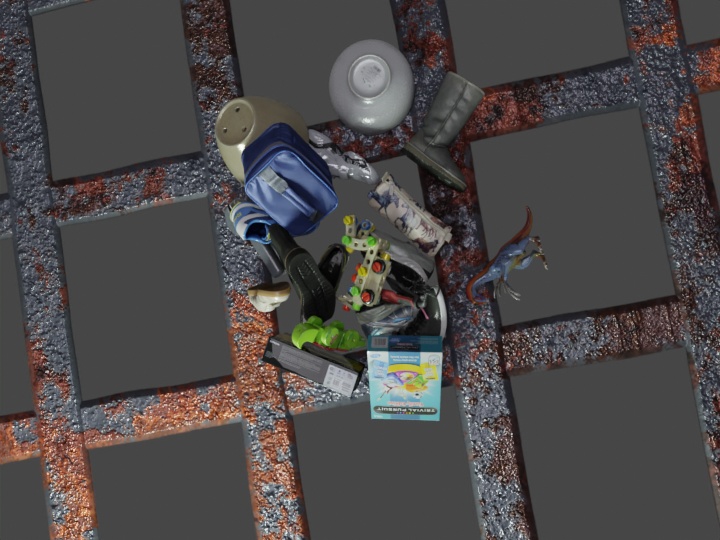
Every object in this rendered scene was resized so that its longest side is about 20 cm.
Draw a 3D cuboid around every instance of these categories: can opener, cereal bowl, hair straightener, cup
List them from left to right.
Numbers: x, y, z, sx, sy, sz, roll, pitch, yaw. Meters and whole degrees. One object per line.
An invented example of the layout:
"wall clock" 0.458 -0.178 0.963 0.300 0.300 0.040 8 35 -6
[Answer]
"cup" -0.226 -0.283 1.260 0.194 0.143 0.207 -5 77 23
"can opener" -0.234 -0.068 1.335 0.066 0.053 0.203 -36 84 36
"cereal bowl" 0.021 -0.405 1.298 0.193 0.083 0.208 0 87 7
"hair straightener" 0.098 0.033 1.194 0.077 0.199 0.041 -43 108 -16

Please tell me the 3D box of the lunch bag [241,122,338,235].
"lunch bag" -0.136 -0.168 1.184 0.135 0.134 0.199 -36 129 19

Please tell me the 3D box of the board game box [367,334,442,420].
"board game box" 0.091 0.222 1.221 0.146 0.048 0.205 0 128 6

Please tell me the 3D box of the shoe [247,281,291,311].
"shoe" -0.188 0.057 1.254 0.068 0.199 0.055 -15 95 -23

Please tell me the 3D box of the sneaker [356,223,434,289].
"sneaker" 0.072 -0.037 1.290 0.198 0.075 0.079 36 52 15

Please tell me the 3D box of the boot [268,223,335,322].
"boot" -0.121 0.004 1.235 0.076 0.204 0.139 -27 43 -14

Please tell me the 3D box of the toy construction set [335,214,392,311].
"toy construction set" 0.000 0.000 1.228 0.129 0.091 0.206 25 112 30

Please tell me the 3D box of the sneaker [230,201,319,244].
"sneaker" -0.177 -0.093 1.276 0.194 0.083 0.076 -1 128 -22

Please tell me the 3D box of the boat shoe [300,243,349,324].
"boat shoe" -0.084 0.037 1.300 0.070 0.061 0.206 22 90 6

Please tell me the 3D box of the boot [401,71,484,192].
"boot" 0.204 -0.298 1.288 0.180 0.073 0.202 38 85 4

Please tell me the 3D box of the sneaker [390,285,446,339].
"sneaker" 0.114 0.122 1.218 0.096 0.072 0.205 -4 128 -14

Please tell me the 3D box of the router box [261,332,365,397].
"router box" -0.092 0.192 1.246 0.195 0.157 0.054 21 90 6

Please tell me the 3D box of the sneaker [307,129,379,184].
"sneaker" -0.059 -0.212 1.304 0.197 0.075 0.117 32 92 11

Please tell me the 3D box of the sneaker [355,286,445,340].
"sneaker" 0.091 0.094 1.284 0.194 0.078 0.089 -17 103 7

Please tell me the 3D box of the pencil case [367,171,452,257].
"pencil case" 0.106 -0.116 1.272 0.199 0.090 0.078 41 74 6

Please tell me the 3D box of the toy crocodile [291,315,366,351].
"toy crocodile" -0.059 0.138 1.231 0.066 0.198 0.063 24 94 37

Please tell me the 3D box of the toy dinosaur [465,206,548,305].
"toy dinosaur" 0.304 -0.006 1.274 0.177 0.106 0.204 -18 48 18
